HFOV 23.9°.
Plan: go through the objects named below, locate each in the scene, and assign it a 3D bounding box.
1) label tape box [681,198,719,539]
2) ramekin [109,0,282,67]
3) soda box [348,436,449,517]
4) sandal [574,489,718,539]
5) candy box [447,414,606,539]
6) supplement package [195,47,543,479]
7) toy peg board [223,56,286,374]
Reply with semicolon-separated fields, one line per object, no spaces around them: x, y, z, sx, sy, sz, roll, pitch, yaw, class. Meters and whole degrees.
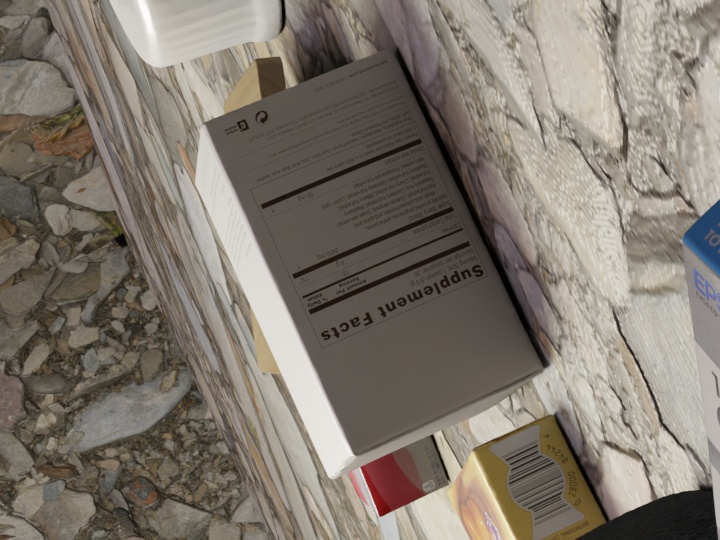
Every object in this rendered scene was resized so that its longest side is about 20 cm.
0.151;0.039;0.458;0.144;0.063;0.201;53;163;50;label tape box
-0.139;-0.242;1.209;0.200;0.097;0.201;156;90;-80;ramekin
-0.001;0.083;1.311;0.070;0.063;0.201;-155;42;-75;soda box
0.138;0.132;0.680;0.200;0.076;0.043;-163;52;-76;sandal
0.120;0.192;0.960;0.201;0.056;0.117;63;168;15;candy box
0.000;0.000;0.969;0.121;0.119;0.201;121;125;-75;supplement package
-0.024;-0.035;1.161;0.200;0.097;0.200;167;96;-79;toy peg board
